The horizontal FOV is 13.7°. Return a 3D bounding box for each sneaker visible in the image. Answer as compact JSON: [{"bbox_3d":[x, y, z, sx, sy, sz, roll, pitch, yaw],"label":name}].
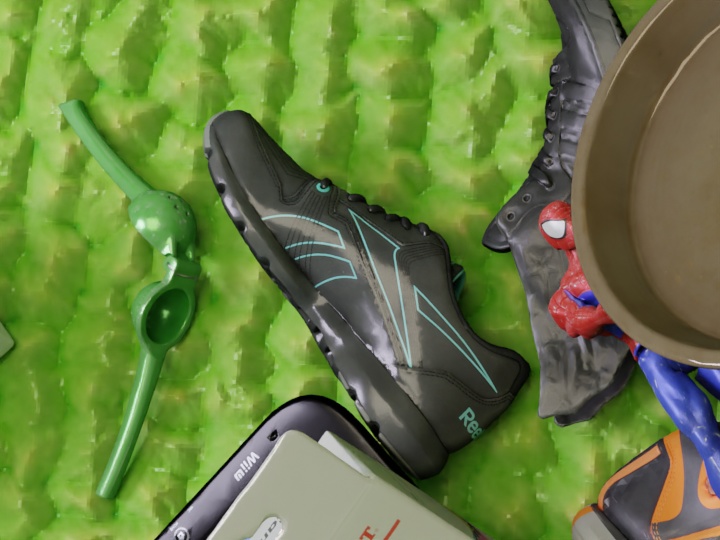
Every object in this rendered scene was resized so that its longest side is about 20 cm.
[{"bbox_3d":[0.187,0.145,1.289,0.112,0.078,0.200,-43,69,8],"label":"sneaker"},{"bbox_3d":[0.000,0.000,1.398,0.079,0.075,0.201,-35,78,-1],"label":"sneaker"},{"bbox_3d":[0.095,-0.038,1.369,0.104,0.060,0.201,-24,75,9],"label":"sneaker"}]

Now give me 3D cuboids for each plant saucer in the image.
[{"bbox_3d":[0.173,-0.050,1.194,0.199,0.029,0.201,-21,54,31],"label":"plant saucer"}]

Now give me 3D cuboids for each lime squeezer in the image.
[{"bbox_3d":[-0.110,0.006,1.446,0.070,0.038,0.202,-11,76,17],"label":"lime squeezer"}]

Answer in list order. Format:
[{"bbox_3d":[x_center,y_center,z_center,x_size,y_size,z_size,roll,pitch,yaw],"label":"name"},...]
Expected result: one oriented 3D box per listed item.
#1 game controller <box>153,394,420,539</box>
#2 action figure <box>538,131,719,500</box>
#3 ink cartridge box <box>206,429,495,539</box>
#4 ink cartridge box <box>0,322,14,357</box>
[{"bbox_3d":[-0.053,0.153,1.374,0.104,0.042,0.200,45,105,10],"label":"game controller"},{"bbox_3d":[0.139,0.027,1.263,0.065,0.099,0.200,-32,59,-17],"label":"action figure"},{"bbox_3d":[0.006,0.153,1.294,0.117,0.200,0.067,-54,23,2],"label":"ink cartridge box"},{"bbox_3d":[-0.287,0.060,1.439,0.200,0.146,0.083,-43,68,6],"label":"ink cartridge box"}]
